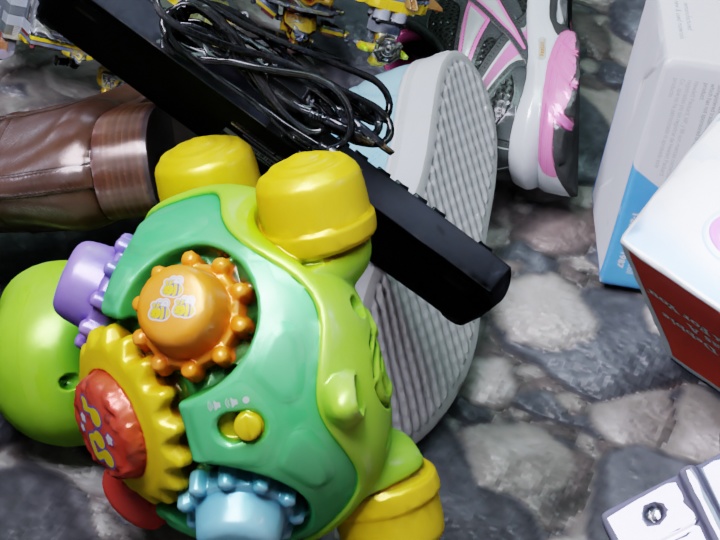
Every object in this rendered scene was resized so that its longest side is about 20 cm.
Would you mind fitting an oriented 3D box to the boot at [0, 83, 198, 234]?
[{"bbox_3d":[-0.162,-0.041,1.134,0.198,0.065,0.186,-7,2,9],"label":"boot"}]

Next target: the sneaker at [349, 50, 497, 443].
[{"bbox_3d":[0.000,0.000,1.136,0.082,0.074,0.201,-15,37,30],"label":"sneaker"}]

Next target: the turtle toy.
[{"bbox_3d":[-0.059,0.034,0.998,0.101,0.147,0.200,-22,18,-27],"label":"turtle toy"}]

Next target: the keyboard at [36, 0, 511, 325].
[{"bbox_3d":[-0.022,-0.056,1.018,0.199,0.104,0.040,35,77,-6],"label":"keyboard"}]

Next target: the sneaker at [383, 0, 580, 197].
[{"bbox_3d":[0.053,-0.108,1.271,0.086,0.081,0.200,1,31,2],"label":"sneaker"}]

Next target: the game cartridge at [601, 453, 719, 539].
[{"bbox_3d":[0.196,0.094,0.971,0.199,0.038,0.130,-28,58,5],"label":"game cartridge"}]

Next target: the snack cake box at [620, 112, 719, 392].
[{"bbox_3d":[0.201,0.038,1.076,0.200,0.115,0.067,35,81,27],"label":"snack cake box"}]

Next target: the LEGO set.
[{"bbox_3d":[-0.067,-0.115,1.202,0.199,0.117,0.154,8,14,-29],"label":"LEGO set"}]

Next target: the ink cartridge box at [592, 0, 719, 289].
[{"bbox_3d":[0.206,-0.043,1.194,0.198,0.117,0.068,9,37,-6],"label":"ink cartridge box"}]
